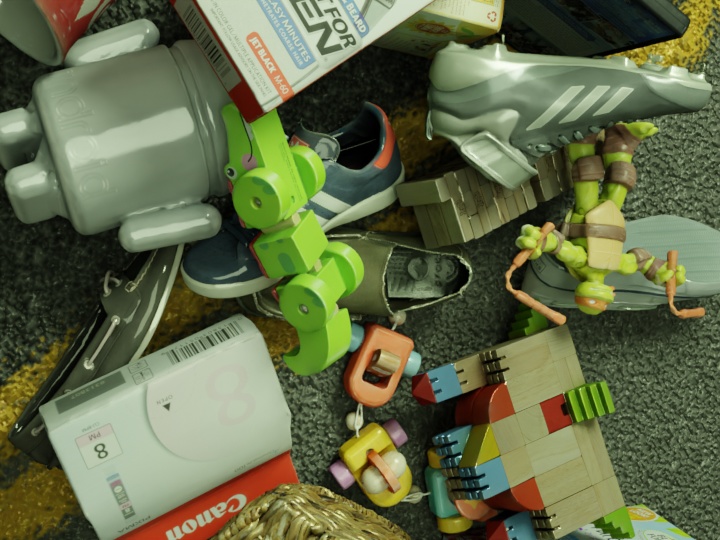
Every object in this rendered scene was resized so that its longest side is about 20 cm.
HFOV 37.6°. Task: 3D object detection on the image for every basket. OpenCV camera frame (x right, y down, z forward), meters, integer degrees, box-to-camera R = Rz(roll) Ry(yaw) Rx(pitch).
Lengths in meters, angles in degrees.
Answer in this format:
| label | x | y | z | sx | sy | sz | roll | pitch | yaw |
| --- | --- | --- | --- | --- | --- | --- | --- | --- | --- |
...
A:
| label | x | y | z | sx | sy | sz | roll | pitch | yaw |
| --- | --- | --- | --- | --- | --- | --- | --- | --- | --- |
| basket | -0.068 | 0.264 | 0.809 | 0.142 | 0.149 | 0.202 | 31 | 93 | 7 |

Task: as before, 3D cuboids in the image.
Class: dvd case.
| label | x | y | z | sx | sy | sz | roll | pitch | yaw |
| --- | --- | --- | --- | --- | --- | --- | --- | --- | --- |
| dvd case | 0.133 | -0.205 | 0.779 | 0.142 | 0.200 | 0.018 | 33 | 83 | -18 |

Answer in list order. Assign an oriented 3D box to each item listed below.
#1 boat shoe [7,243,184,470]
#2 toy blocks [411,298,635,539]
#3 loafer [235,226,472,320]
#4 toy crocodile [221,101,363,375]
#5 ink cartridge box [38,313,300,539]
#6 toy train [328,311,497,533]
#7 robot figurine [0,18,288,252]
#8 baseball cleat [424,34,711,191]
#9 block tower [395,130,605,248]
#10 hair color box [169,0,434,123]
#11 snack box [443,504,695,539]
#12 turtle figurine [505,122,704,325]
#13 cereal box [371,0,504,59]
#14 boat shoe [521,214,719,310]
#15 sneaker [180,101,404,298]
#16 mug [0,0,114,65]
| label | x | y | z | sx | sy | sz | roll | pitch | yaw |
| --- | --- | --- | --- | --- | --- | --- | --- | --- | --- |
| boat shoe | -0.192 | 0.052 | 0.773 | 0.056 | 0.067 | 0.202 | 26 | 90 | -22 |
| toy blocks | 0.121 | 0.136 | 0.832 | 0.135 | 0.100 | 0.203 | -16 | 87 | -29 |
| loafer | 0.000 | 0.000 | 0.824 | 0.197 | 0.070 | 0.076 | -7 | 97 | -16 |
| toy crocodile | -0.051 | -0.023 | 0.726 | 0.068 | 0.061 | 0.202 | -50 | 124 | -53 |
| ink cartridge box | -0.122 | 0.152 | 0.779 | 0.161 | 0.057 | 0.202 | -25 | 114 | -16 |
| toy train | 0.057 | 0.131 | 0.861 | 0.198 | 0.056 | 0.152 | 30 | 86 | -17 |
| robot figurine | -0.154 | -0.095 | 0.746 | 0.197 | 0.113 | 0.172 | -18 | 81 | -15 |
| baseball cleat | 0.145 | -0.107 | 0.755 | 0.197 | 0.070 | 0.108 | 8 | 101 | 6 |
| block tower | 0.123 | -0.077 | 0.837 | 0.198 | 0.054 | 0.059 | -25 | 101 | -32 |
| hair color box | -0.014 | -0.194 | 0.658 | 0.199 | 0.064 | 0.112 | -37 | 101 | -14 |
| snack box | 0.186 | 0.258 | 0.852 | 0.197 | 0.168 | 0.069 | -3 | 99 | -17 |
| turtle figurine | 0.191 | -0.034 | 0.819 | 0.197 | 0.064 | 0.164 | 8 | 87 | -26 |
| cereal box | -0.012 | -0.201 | 0.766 | 0.197 | 0.144 | 0.040 | 10 | 91 | -18 |
| boat shoe | 0.229 | -0.002 | 0.900 | 0.197 | 0.067 | 0.074 | 4 | 55 | -15 |
| sneaker | -0.053 | -0.060 | 0.781 | 0.199 | 0.075 | 0.085 | -36 | 142 | -25 |
| mug | -0.195 | -0.271 | 0.706 | 0.178 | 0.133 | 0.200 | 45 | 72 | -9 |
